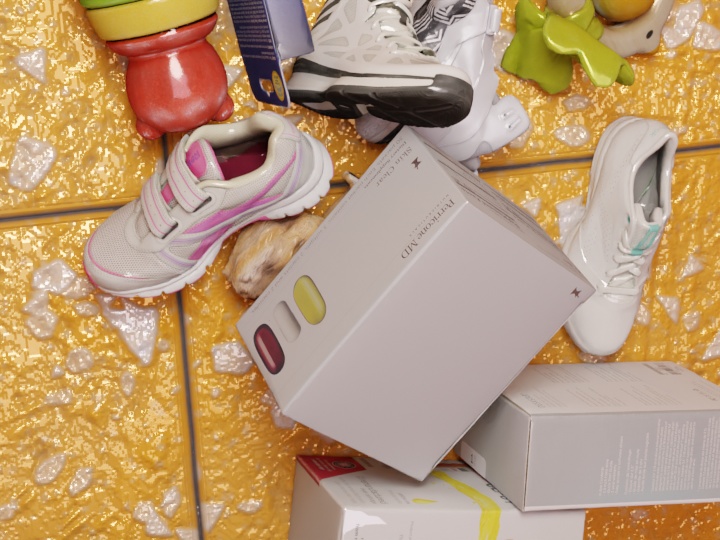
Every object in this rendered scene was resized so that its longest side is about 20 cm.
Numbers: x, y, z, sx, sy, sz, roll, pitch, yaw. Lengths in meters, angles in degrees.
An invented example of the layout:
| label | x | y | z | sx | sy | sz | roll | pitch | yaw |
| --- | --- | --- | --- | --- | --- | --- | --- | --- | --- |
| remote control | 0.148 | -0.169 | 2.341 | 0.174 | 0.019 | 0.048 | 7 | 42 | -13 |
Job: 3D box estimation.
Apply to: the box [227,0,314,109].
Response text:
| label | x | y | z | sx | sy | sz | roll | pitch | yaw |
| --- | --- | --- | --- | --- | --- | --- | --- | --- | --- |
| box | -0.077 | -0.219 | 1.039 | 0.032 | 0.121 | 0.201 | -17 | 104 | -14 |

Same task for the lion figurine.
| label | x | y | z | sx | sy | sz | roll | pitch | yaw |
| --- | --- | --- | --- | --- | --- | --- | --- | --- | --- |
| lion figurine | 0.000 | 0.000 | 1.126 | 0.199 | 0.072 | 0.123 | 28 | 101 | -23 |

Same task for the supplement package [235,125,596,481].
| label | x | y | z | sx | sy | sz | roll | pitch | yaw |
| --- | --- | --- | --- | --- | --- | --- | --- | --- | --- |
| supplement package | 0.039 | 0.028 | 1.058 | 0.156 | 0.111 | 0.200 | 31 | 106 | -39 |

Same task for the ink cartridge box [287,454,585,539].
| label | x | y | z | sx | sy | sz | roll | pitch | yaw |
| --- | --- | --- | --- | --- | --- | --- | --- | --- | --- |
| ink cartridge box | 0.057 | 0.205 | 1.137 | 0.199 | 0.145 | 0.084 | 4 | 97 | -18 |

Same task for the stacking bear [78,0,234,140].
| label | x | y | z | sx | sy | sz | roll | pitch | yaw |
| --- | --- | --- | --- | --- | --- | --- | --- | --- | --- |
| stacking bear | -0.149 | -0.196 | 1.033 | 0.121 | 0.114 | 0.201 | -19 | 108 | -13 |

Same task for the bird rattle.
| label | x | y | z | sx | sy | sz | roll | pitch | yaw |
| --- | --- | --- | --- | --- | --- | --- | --- | --- | --- |
| bird rattle | 0.185 | -0.239 | 1.141 | 0.162 | 0.112 | 0.201 | -2 | 97 | -37 |

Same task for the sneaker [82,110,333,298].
| label | x | y | z | sx | sy | sz | roll | pitch | yaw |
| --- | --- | --- | --- | --- | --- | --- | --- | --- | --- |
| sneaker | -0.121 | -0.057 | 1.052 | 0.200 | 0.081 | 0.088 | -33 | 149 | -3 |

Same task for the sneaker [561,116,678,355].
| label | x | y | z | sx | sy | sz | roll | pitch | yaw |
| --- | --- | --- | --- | --- | --- | --- | --- | --- | --- |
| sneaker | 0.215 | -0.024 | 1.175 | 0.075 | 0.088 | 0.201 | 6 | 97 | -19 |

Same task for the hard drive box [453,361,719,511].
| label | x | y | z | sx | sy | sz | roll | pitch | yaw |
| --- | --- | --- | --- | --- | --- | --- | --- | --- | --- |
| hard drive box | 0.194 | 0.128 | 1.160 | 0.199 | 0.156 | 0.077 | 1 | 100 | -16 |

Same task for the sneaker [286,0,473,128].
| label | x | y | z | sx | sy | sz | roll | pitch | yaw |
| --- | --- | --- | --- | --- | --- | --- | --- | --- | --- |
| sneaker | 0.018 | -0.170 | 1.039 | 0.075 | 0.200 | 0.116 | 20 | 86 | -36 |

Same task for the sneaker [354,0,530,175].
| label | x | y | z | sx | sy | sz | roll | pitch | yaw |
| --- | --- | --- | --- | --- | --- | --- | --- | --- | --- |
| sneaker | 0.088 | -0.168 | 1.123 | 0.115 | 0.075 | 0.200 | 29 | 95 | -19 |
